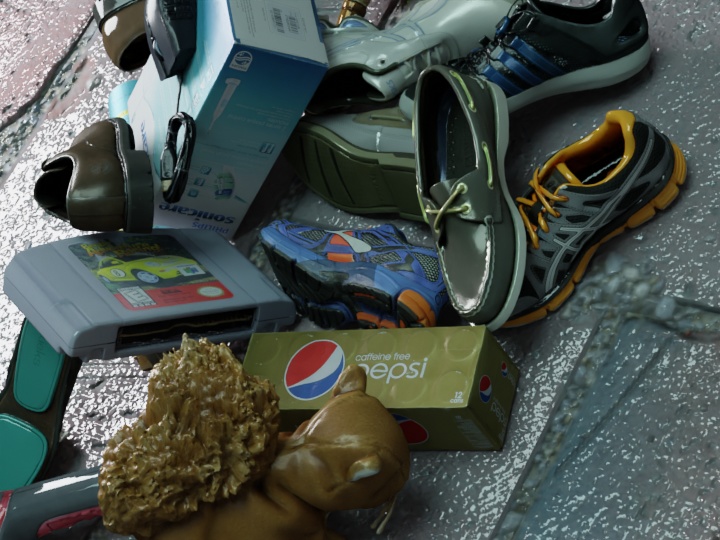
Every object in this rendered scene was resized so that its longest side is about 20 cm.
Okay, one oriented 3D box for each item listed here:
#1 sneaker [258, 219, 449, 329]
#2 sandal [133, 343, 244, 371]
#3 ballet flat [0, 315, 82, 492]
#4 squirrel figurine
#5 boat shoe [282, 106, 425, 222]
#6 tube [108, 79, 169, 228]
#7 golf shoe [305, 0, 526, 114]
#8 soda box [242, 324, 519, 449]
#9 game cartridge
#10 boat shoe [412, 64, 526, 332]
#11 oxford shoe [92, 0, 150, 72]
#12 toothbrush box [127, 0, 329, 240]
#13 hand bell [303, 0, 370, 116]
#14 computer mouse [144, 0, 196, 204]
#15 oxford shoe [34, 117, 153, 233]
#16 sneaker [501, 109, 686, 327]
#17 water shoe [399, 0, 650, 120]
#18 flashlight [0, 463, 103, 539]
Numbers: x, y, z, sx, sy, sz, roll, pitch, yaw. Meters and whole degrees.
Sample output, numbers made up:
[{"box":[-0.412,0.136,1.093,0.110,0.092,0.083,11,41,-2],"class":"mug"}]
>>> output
[{"box":[0.000,0.000,1.533,0.199,0.076,0.078,22,54,43],"class":"sneaker"},{"box":[-0.142,0.063,1.575,0.200,0.080,0.054,52,132,41],"class":"sandal"},{"box":[-0.253,0.109,1.592,0.068,0.068,0.201,30,108,12],"class":"ballet flat"},{"box":[-0.068,0.136,1.373,0.186,0.200,0.142,-31,37,25],"class":"squirrel figurine"},{"box":[0.019,-0.088,1.589,0.199,0.075,0.068,21,49,42],"class":"boat shoe"},{"box":[-0.178,-0.071,1.714,0.077,0.050,0.201,-29,51,21],"class":"tube"},{"box":[0.042,-0.163,1.602,0.198,0.079,0.098,-13,37,15],"class":"golf shoe"},{"box":[0.010,0.085,1.459,0.198,0.064,0.068,-3,56,30],"class":"soda box"},{"box":[-0.164,0.014,1.553,0.133,0.199,0.041,36,123,45],"class":"game cartridge"},{"box":[0.072,-0.053,1.447,0.072,0.060,0.204,-27,55,38],"class":"boat shoe"},{"box":[-0.138,-0.233,1.802,0.199,0.073,0.085,-27,62,16],"class":"oxford shoe"},{"box":[-0.111,-0.148,1.629,0.201,0.085,0.147,-57,32,37],"class":"toothbrush box"},{"box":[-0.008,-0.211,1.701,0.103,0.104,0.202,12,76,37],"class":"hand bell"},{"box":[-0.151,-0.146,1.576,0.059,0.034,0.202,-42,44,51],"class":"computer mouse"},{"box":[-0.217,-0.078,1.599,0.084,0.073,0.200,-3,13,-13],"class":"oxford shoe"},{"box":[0.141,-0.041,1.464,0.200,0.077,0.078,-43,48,1],"class":"sneaker"},{"box":[0.120,-0.170,1.543,0.198,0.080,0.072,-16,28,-4],"class":"water shoe"},{"box":[-0.222,0.186,1.531,0.198,0.068,0.069,-15,76,15],"class":"flashlight"}]
